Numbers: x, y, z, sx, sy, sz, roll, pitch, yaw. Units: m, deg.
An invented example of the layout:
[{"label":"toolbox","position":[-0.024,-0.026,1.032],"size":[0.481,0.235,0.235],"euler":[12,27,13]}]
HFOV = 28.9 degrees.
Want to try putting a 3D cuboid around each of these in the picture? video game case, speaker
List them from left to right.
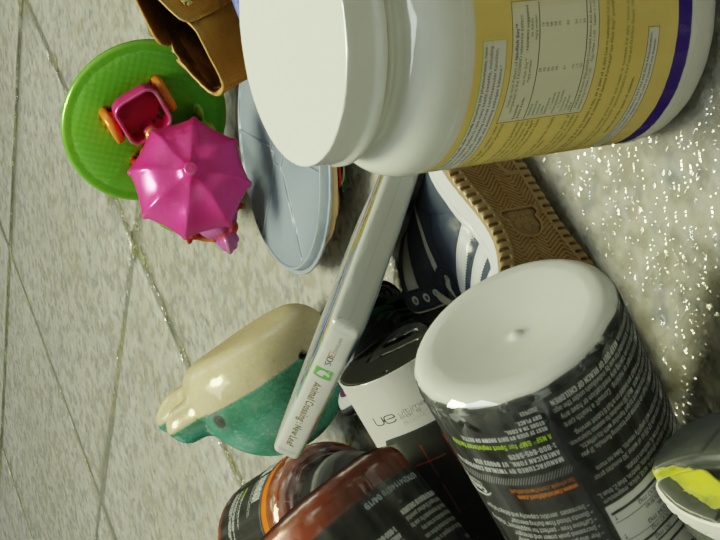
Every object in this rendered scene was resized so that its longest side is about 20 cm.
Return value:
[{"label":"video game case","position":[0.000,0.000,0.909],"size":[0.182,0.022,0.201],"euler":[115,176,-56]},{"label":"speaker","position":[0.069,0.124,0.806],"size":[0.201,0.081,0.081],"euler":[60,157,-12]}]

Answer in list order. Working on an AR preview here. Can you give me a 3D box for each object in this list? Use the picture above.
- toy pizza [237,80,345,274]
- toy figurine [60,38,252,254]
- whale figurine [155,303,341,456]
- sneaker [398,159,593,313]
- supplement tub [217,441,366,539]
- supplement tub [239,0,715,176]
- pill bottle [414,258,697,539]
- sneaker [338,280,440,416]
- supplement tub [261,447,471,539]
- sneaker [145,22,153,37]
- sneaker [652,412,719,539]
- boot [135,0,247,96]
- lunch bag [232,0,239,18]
[{"label":"toy pizza","position":[-0.053,-0.097,1.114],"size":[0.200,0.031,0.202],"euler":[171,90,-69]},{"label":"toy figurine","position":[-0.149,-0.074,1.179],"size":[0.201,0.150,0.184],"euler":[62,173,-35]},{"label":"whale figurine","position":[-0.090,0.105,1.146],"size":[0.104,0.159,0.200],"euler":[56,141,-4]},{"label":"sneaker","position":[0.082,0.018,0.831],"size":[0.109,0.070,0.201],"euler":[113,143,-47]},{"label":"supplement tub","position":[-0.039,0.198,1.109],"size":[0.200,0.106,0.108],"euler":[-41,62,61]},{"label":"supplement tub","position":[0.055,-0.124,0.684],"size":[0.145,0.199,0.147],"euler":[33,128,56]},{"label":"pill bottle","position":[0.113,0.102,0.699],"size":[0.106,0.106,0.201],"euler":[30,153,58]},{"label":"sneaker","position":[0.024,0.042,0.962],"size":[0.200,0.074,0.088],"euler":[145,117,-63]},{"label":"supplement tub","position":[0.038,0.197,0.715],"size":[0.200,0.107,0.107],"euler":[50,147,13]},{"label":"sneaker","position":[-0.145,-0.239,1.215],"size":[0.200,0.070,0.076],"euler":[19,111,60]},{"label":"sneaker","position":[0.220,0.130,0.603],"size":[0.200,0.074,0.085],"euler":[33,163,44]},{"label":"boot","position":[-0.109,-0.232,0.992],"size":[0.202,0.144,0.071],"euler":[57,143,-1]},{"label":"lunch bag","position":[-0.024,-0.239,0.895],"size":[0.201,0.127,0.170],"euler":[62,151,15]}]
